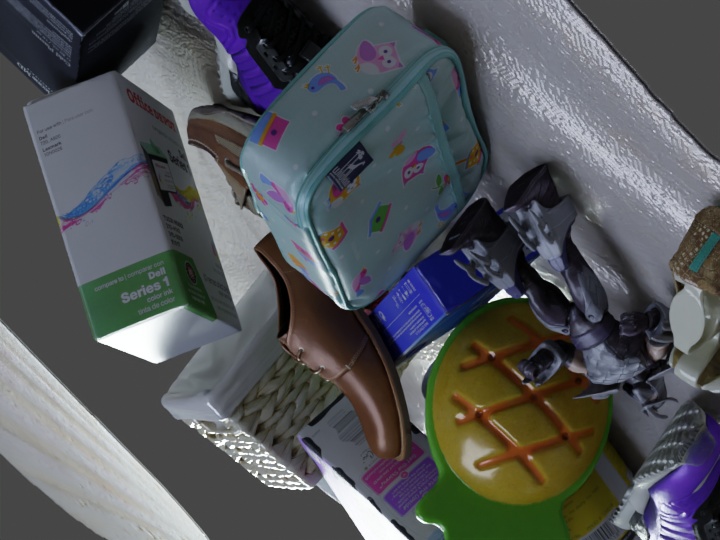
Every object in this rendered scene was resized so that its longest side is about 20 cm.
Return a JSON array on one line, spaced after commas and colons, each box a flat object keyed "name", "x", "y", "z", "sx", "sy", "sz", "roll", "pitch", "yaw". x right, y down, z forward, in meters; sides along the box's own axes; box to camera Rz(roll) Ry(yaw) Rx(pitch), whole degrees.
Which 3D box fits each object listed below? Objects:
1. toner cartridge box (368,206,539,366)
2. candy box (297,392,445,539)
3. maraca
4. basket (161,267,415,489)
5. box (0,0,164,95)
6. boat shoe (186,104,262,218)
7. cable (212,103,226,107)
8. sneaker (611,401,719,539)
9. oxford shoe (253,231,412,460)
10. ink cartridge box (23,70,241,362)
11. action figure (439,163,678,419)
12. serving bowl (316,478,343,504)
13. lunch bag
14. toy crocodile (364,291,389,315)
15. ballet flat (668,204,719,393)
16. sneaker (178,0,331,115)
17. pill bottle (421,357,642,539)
[{"name": "toner cartridge box", "x": 0.064, "y": 0.014, "z": 1.604, "sx": 0.043, "sy": 0.095, "sz": 0.200, "roll": 57, "pitch": 163, "yaw": 5}, {"name": "candy box", "x": 0.060, "y": 0.201, "z": 1.719, "sx": 0.200, "sy": 0.072, "sz": 0.168, "roll": 39, "pitch": 166, "yaw": 40}, {"name": "maraca", "x": 0.110, "y": 0.118, "z": 1.586, "sx": 0.136, "sy": 0.201, "sz": 0.107, "roll": 13, "pitch": 169, "yaw": -1}, {"name": "basket", "x": -0.046, "y": 0.072, "z": 1.821, "sx": 0.123, "sy": 0.200, "sz": 0.135, "roll": 42, "pitch": 163, "yaw": -14}, {"name": "box", "x": -0.255, "y": -0.247, "z": 1.719, "sx": 0.200, "sy": 0.104, "sz": 0.182, "roll": 44, "pitch": 160, "yaw": 4}, {"name": "boat shoe", "x": -0.072, "y": -0.074, "z": 1.612, "sx": 0.075, "sy": 0.072, "sz": 0.200, "roll": 12, "pitch": -175, "yaw": -35}, {"name": "cable", "x": -0.068, "y": -0.097, "z": 1.763, "sx": 0.097, "sy": 0.050, "sz": 0.200, "roll": 55, "pitch": 169, "yaw": -18}, {"name": "sneaker", "x": 0.248, "y": 0.161, "z": 1.577, "sx": 0.099, "sy": 0.070, "sz": 0.200, "roll": 34, "pitch": 163, "yaw": 9}, {"name": "oxford shoe", "x": -0.022, "y": 0.057, "z": 1.637, "sx": 0.201, "sy": 0.071, "sz": 0.071, "roll": 65, "pitch": 162, "yaw": -4}, {"name": "ink cartridge box", "x": -0.178, "y": -0.041, "z": 1.741, "sx": 0.145, "sy": 0.084, "sz": 0.201, "roll": 34, "pitch": -144, "yaw": -73}, {"name": "action figure", "x": 0.146, "y": 0.030, "z": 1.484, "sx": 0.130, "sy": 0.069, "sz": 0.200, "roll": -29, "pitch": 111, "yaw": 35}, {"name": "serving bowl", "x": -0.026, "y": 0.149, "z": 2.136, "sx": 0.200, "sy": 0.066, "sz": 0.200, "roll": 39, "pitch": 161, "yaw": 16}, {"name": "lunch bag", "x": 0.009, "y": -0.074, "z": 1.455, "sx": 0.077, "sy": 0.160, "sz": 0.200, "roll": 41, "pitch": 168, "yaw": 25}, {"name": "toy crocodile", "x": 0.000, "y": 0.000, "z": 1.697, "sx": 0.062, "sy": 0.067, "sz": 0.201, "roll": 20, "pitch": 123, "yaw": 21}, {"name": "ballet flat", "x": 0.218, "y": 0.034, "z": 1.380, "sx": 0.070, "sy": 0.065, "sz": 0.200, "roll": 33, "pitch": 158, "yaw": 30}, {"name": "sneaker", "x": -0.059, "y": -0.167, "z": 1.545, "sx": 0.099, "sy": 0.070, "sz": 0.200, "roll": 30, "pitch": 163, "yaw": 26}, {"name": "pill bottle", "x": 0.134, "y": 0.144, "z": 1.717, "sx": 0.200, "sy": 0.111, "sz": 0.111, "roll": 54, "pitch": 159, "yaw": -23}]
